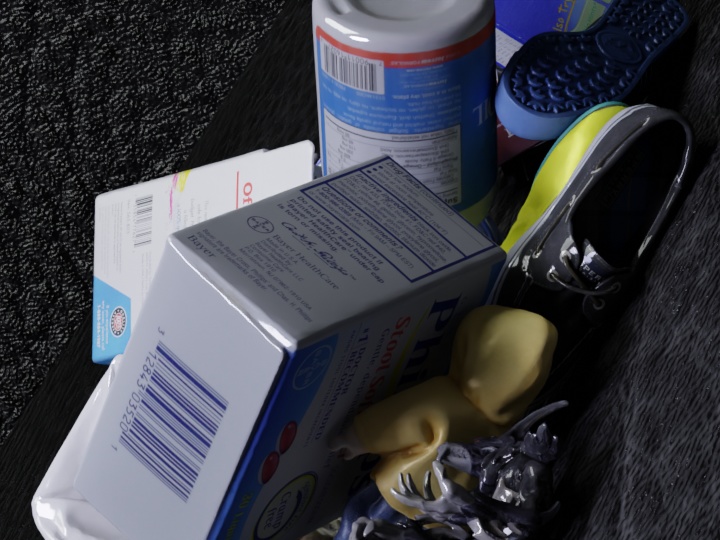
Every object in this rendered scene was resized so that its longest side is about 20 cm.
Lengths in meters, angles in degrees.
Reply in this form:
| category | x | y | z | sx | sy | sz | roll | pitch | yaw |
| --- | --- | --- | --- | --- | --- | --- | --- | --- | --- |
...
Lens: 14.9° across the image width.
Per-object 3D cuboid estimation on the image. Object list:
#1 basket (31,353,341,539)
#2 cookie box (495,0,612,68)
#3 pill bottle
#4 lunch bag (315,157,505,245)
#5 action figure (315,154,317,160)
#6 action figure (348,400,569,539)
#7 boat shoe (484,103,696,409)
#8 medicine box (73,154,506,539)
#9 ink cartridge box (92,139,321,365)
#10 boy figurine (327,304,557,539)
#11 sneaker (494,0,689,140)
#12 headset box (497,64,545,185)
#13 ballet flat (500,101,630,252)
| category | x | y | z | sx | sy | sz | roll | pitch | yaw |
| --- | --- | --- | --- | --- | --- | --- | --- | --- | --- |
| basket | -0.096 | 0.166 | 1.760 | 0.200 | 0.123 | 0.136 | 43 | 108 | 41 |
| cookie box | 0.118 | -0.227 | 1.849 | 0.172 | 0.199 | 0.075 | -62 | 11 | -16 |
| pill bottle | 0.029 | -0.085 | 1.693 | 0.112 | 0.111 | 0.201 | -73 | -15 | -52 |
| lunch bag | 0.000 | 0.000 | 1.832 | 0.200 | 0.160 | 0.076 | -41 | -28 | 4 |
| action figure | -0.024 | -0.033 | 2.008 | 0.199 | 0.119 | 0.103 | -16 | 57 | 17 |
| action figure | 0.049 | 0.144 | 1.445 | 0.119 | 0.102 | 0.201 | 116 | 176 | -54 |
| boat shoe | 0.132 | -0.008 | 1.577 | 0.200 | 0.070 | 0.066 | -55 | 11 | -9 |
| medicine box | -0.038 | 0.055 | 1.545 | 0.200 | 0.103 | 0.183 | -22 | -36 | -48 |
| ink cartridge box | -0.081 | -0.006 | 1.771 | 0.199 | 0.068 | 0.116 | -13 | 72 | 41 |
| boy figurine | 0.039 | 0.105 | 1.531 | 0.201 | 0.124 | 0.064 | -61 | 30 | 7 |
| sneaker | 0.138 | -0.112 | 1.717 | 0.200 | 0.070 | 0.078 | -33 | -23 | -49 |
| headset box | 0.069 | -0.152 | 1.948 | 0.075 | 0.201 | 0.149 | -30 | 5 | -12 |
| ballet flat | 0.120 | -0.011 | 1.666 | 0.200 | 0.066 | 0.067 | -55 | 32 | 35 |
